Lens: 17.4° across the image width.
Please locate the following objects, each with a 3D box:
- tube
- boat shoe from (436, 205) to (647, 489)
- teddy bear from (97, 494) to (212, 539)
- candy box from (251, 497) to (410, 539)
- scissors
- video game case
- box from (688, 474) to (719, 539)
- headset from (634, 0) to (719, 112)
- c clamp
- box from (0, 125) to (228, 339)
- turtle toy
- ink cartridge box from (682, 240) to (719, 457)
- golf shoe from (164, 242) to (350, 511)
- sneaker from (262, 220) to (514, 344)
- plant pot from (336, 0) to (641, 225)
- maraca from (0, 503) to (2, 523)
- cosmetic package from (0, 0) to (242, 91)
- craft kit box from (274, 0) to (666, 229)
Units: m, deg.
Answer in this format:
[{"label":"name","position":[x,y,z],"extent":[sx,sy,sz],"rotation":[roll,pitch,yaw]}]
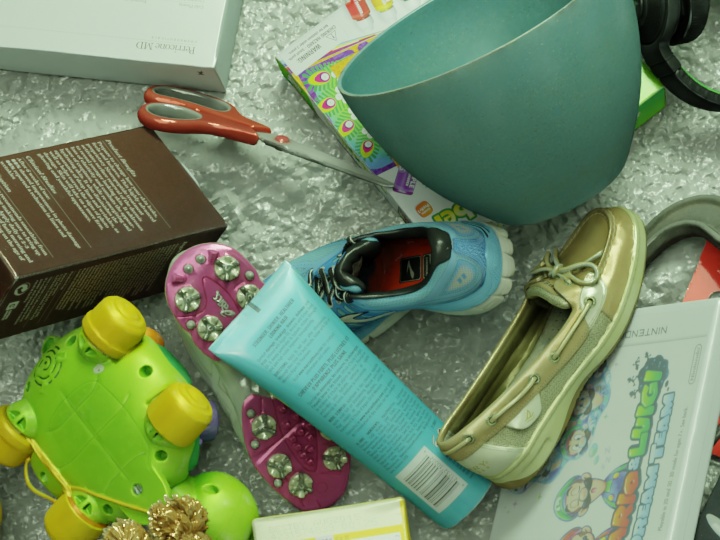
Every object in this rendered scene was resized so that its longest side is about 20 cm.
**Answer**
[{"label":"tube","position":[-0.001,0.087,1.540],"extent":[0.200,0.050,0.077],"rotation":[42,73,-11]},{"label":"boat shoe","position":[0.119,0.042,1.528],"extent":[0.063,0.073,0.201],"rotation":[31,87,-28]},{"label":"teddy bear","position":[-0.088,0.230,1.466],"extent":[0.067,0.145,0.200],"rotation":[-38,65,35]},{"label":"candy box","position":[-0.006,0.253,1.527],"extent":[0.102,0.026,0.200],"rotation":[-9,83,8]},{"label":"scissors","position":[-0.063,-0.096,1.652],"extent":[0.200,0.073,0.014],"rotation":[14,112,10]},{"label":"video game case","position":[0.156,0.120,1.504],"extent":[0.024,0.182,0.200],"rotation":[24,71,-30]},{"label":"box","position":[0.269,0.178,1.462],"extent":[0.122,0.106,0.200],"rotation":[28,97,14]},{"label":"headset","position":[0.233,-0.204,1.599],"extent":[0.123,0.094,0.200],"rotation":[-38,98,-21]},{"label":"c clamp","position":[0.214,0.034,1.542],"extent":[0.171,0.027,0.200],"rotation":[-43,37,6]},{"label":"box","position":[-0.198,-0.027,1.579],"extent":[0.100,0.200,0.075],"rotation":[51,130,20]},{"label":"turtle toy","position":[-0.148,0.119,1.570],"extent":[0.146,0.101,0.200],"rotation":[-45,73,17]},{"label":"ink cartridge box","position":[0.302,0.062,1.555],"extent":[0.200,0.050,0.161],"rotation":[21,76,12]},{"label":"golf shoe","position":[-0.069,0.069,1.586],"extent":[0.075,0.092,0.200],"rotation":[-28,100,-12]},{"label":"sneaker","position":[0.000,0.000,1.571],"extent":[0.200,0.090,0.078],"rotation":[-17,70,33]},{"label":"plant pot","position":[0.104,-0.110,1.538],"extent":[0.200,0.200,0.135],"rotation":[-30,108,-2]},{"label":"maraca","position":[-0.292,0.186,1.560],"extent":[0.107,0.137,0.200],"rotation":[1,77,-20]},{"label":"cosmetic package","position":[-0.184,-0.216,1.712],"extent":[0.200,0.052,0.151],"rotation":[7,71,10]},{"label":"craft kit box","position":[0.077,-0.133,1.653],"extent":[0.200,0.049,0.198],"rotation":[-38,74,-5]}]
